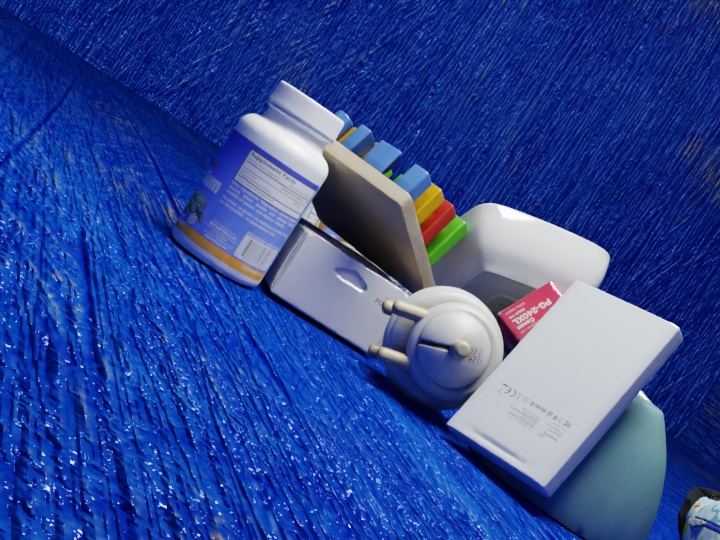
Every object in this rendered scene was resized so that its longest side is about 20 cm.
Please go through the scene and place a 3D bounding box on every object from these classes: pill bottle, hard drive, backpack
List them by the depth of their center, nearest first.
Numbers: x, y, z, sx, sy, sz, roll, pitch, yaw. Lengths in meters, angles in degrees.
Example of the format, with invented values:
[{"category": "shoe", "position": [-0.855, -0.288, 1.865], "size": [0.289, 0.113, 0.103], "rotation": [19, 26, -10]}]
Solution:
[{"category": "hard drive", "position": [0.192, 0.106, 1.132], "size": [0.131, 0.200, 0.027], "rotation": [28, -22, 46]}, {"category": "backpack", "position": [0.408, 0.300, 1.199], "size": [0.162, 0.154, 0.200], "rotation": [35, -18, -1]}, {"category": "pill bottle", "position": [-0.104, -0.094, 1.269], "size": [0.111, 0.201, 0.112], "rotation": [32, 3, -2]}]

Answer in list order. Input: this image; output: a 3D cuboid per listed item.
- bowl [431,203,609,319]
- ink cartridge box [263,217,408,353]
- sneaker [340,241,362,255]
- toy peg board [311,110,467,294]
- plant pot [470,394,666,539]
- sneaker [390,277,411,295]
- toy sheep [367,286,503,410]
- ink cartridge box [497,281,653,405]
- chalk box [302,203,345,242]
[{"category": "bowl", "position": [0.185, 0.015, 1.489], "size": [0.198, 0.075, 0.200], "rotation": [22, -30, -14]}, {"category": "ink cartridge box", "position": [-0.038, 0.009, 1.398], "size": [0.146, 0.083, 0.200], "rotation": [33, 3, -13]}, {"category": "sneaker", "position": [0.000, 0.000, 1.646], "size": [0.198, 0.075, 0.079], "rotation": [11, -1, -31]}, {"category": "toy peg board", "position": [0.027, -0.097, 1.384], "size": [0.199, 0.098, 0.200], "rotation": [38, -19, 31]}, {"category": "plant pot", "position": [0.226, 0.171, 1.192], "size": [0.199, 0.136, 0.200], "rotation": [33, 4, -3]}, {"category": "sneaker", "position": [0.073, 0.036, 1.627], "size": [0.088, 0.075, 0.201], "rotation": [39, -17, 38]}, {"category": "toy sheep", "position": [0.082, 0.079, 1.222], "size": [0.137, 0.139, 0.200], "rotation": [32, 0, -5]}, {"category": "ink cartridge box", "position": [0.246, 0.138, 1.396], "size": [0.201, 0.083, 0.146], "rotation": [55, -14, 30]}, {"category": "chalk box", "position": [-0.080, -0.070, 1.713], "size": [0.199, 0.125, 0.125], "rotation": [31, 4, -27]}]
